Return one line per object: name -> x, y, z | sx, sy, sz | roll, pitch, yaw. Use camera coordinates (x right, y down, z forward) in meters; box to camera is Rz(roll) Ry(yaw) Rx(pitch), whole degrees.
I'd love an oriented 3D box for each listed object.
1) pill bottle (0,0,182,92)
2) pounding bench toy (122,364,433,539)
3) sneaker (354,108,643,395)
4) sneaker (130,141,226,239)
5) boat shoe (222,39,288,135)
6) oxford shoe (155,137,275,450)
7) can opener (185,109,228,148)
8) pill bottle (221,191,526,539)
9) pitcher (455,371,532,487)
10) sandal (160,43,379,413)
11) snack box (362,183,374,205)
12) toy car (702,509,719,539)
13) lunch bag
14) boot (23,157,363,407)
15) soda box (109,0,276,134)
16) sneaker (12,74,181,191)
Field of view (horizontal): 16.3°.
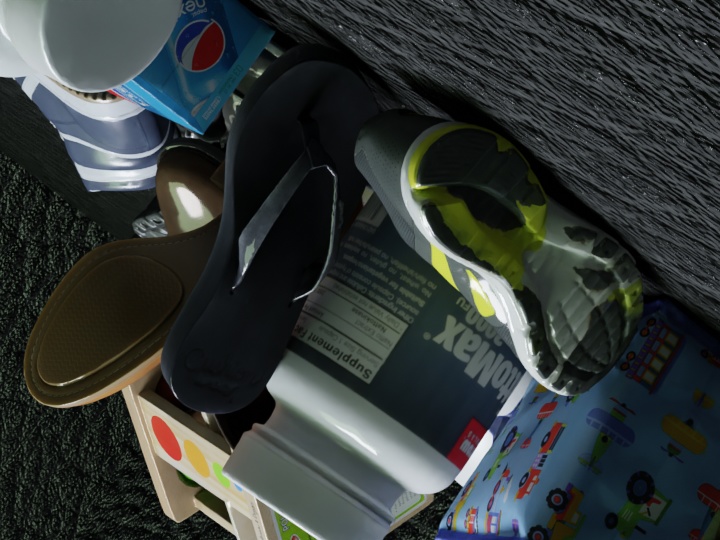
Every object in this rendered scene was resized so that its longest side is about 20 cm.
pill bottle -> -0.176, -0.157, 1.161 | 0.200, 0.113, 0.113 | 31, 174, 36
pounding bench toy -> -0.051, 0.132, 1.624 | 0.156, 0.124, 0.201 | 26, 140, 47
sneaker -> 0.069, -0.017, 1.218 | 0.085, 0.074, 0.200 | 37, 169, 48
sneaker -> -0.094, -0.041, 1.544 | 0.076, 0.091, 0.200 | 32, 167, -12
boat shoe -> -0.043, -0.076, 1.369 | 0.067, 0.057, 0.200 | 33, 175, 8
oxford shoe -> -0.073, 0.021, 1.425 | 0.072, 0.084, 0.201 | -6, 116, 35
can opener -> -0.093, -0.105, 1.439 | 0.066, 0.053, 0.200 | 35, 175, 0
pill bottle -> 0.020, 0.047, 1.309 | 0.119, 0.201, 0.120 | 33, 175, 3
pitcher -> 0.073, 0.048, 1.556 | 0.172, 0.121, 0.200 | 51, 176, 38
sandal -> -0.038, -0.014, 1.239 | 0.076, 0.201, 0.043 | 7, -156, -28
snack box -> 0.000, 0.000, 1.479 | 0.037, 0.117, 0.200 | -1, -166, -29
toy car -> 0.244, 0.171, 1.439 | 0.199, 0.159, 0.164 | 24, 167, -17
lunch bag -> 0.113, 0.097, 1.363 | 0.094, 0.151, 0.200 | 36, 169, -20
boot -> -0.073, 0.024, 1.349 | 0.074, 0.200, 0.155 | 53, -177, 29
soda box -> -0.130, -0.134, 1.321 | 0.064, 0.068, 0.200 | 38, 173, -34
sneaker -> -0.177, -0.121, 1.489 | 0.200, 0.070, 0.109 | 41, 162, 36
